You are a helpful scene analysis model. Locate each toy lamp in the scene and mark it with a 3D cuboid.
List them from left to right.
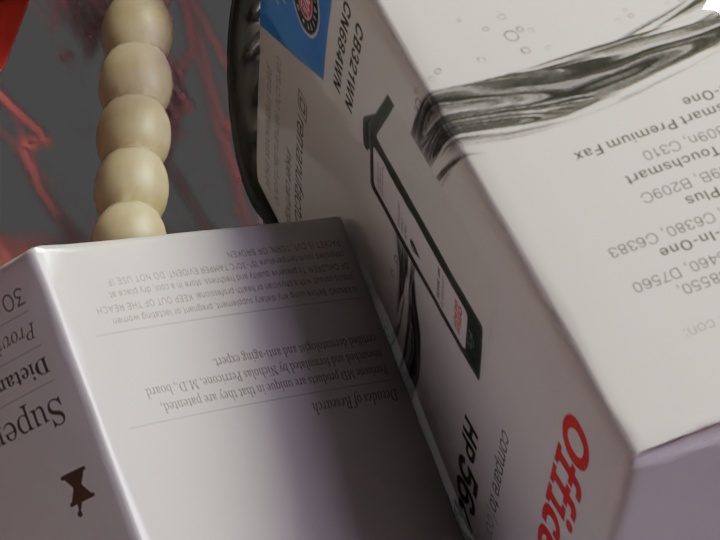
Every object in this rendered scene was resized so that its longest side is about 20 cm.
[{"bbox_3d":[-0.064,-0.065,0.855,0.058,0.058,0.201,28,47,-40],"label":"toy lamp"}]

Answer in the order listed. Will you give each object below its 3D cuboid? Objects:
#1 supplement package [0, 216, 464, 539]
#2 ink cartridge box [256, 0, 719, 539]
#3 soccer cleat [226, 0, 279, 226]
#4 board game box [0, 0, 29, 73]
[{"bbox_3d":[-0.045,0.104,0.707,0.120,0.121,0.201,-8,73,-54],"label":"supplement package"},{"bbox_3d":[0.049,-0.003,0.724,0.084,0.146,0.200,-17,56,-16],"label":"ink cartridge box"},{"bbox_3d":[0.000,0.000,0.866,0.068,0.073,0.201,-16,88,-19],"label":"soccer cleat"},{"bbox_3d":[-0.162,-0.157,0.803,0.200,0.040,0.153,42,39,-27],"label":"board game box"}]
